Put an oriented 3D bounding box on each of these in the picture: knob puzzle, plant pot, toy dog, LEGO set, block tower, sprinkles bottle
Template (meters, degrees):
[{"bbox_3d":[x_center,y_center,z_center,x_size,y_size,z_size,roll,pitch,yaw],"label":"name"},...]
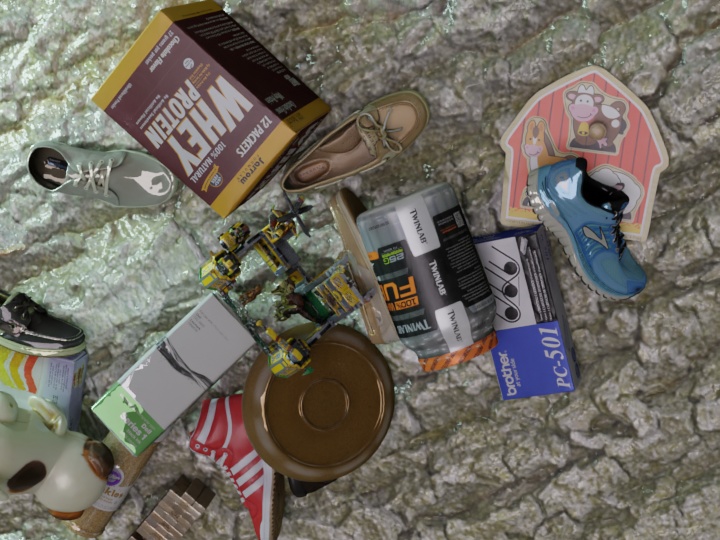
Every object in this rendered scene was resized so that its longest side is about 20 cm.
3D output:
[{"bbox_3d":[0.261,-0.139,1.577,0.219,0.030,0.220,3,104,11],"label":"knob puzzle"},{"bbox_3d":[-0.047,0.163,1.662,0.199,0.027,0.201,-1,93,-19],"label":"plant pot"},{"bbox_3d":[-0.405,0.228,1.676,0.200,0.194,0.140,27,95,-32],"label":"toy dog"},{"bbox_3d":[-0.079,0.014,1.572,0.116,0.154,0.200,-34,88,49],"label":"LEGO set"},{"bbox_3d":[-0.276,0.358,1.794,0.054,0.058,0.200,40,106,-1],"label":"block tower"},{"bbox_3d":[-0.320,0.257,1.770,0.068,0.068,0.200,34,108,1],"label":"sprinkles bottle"}]

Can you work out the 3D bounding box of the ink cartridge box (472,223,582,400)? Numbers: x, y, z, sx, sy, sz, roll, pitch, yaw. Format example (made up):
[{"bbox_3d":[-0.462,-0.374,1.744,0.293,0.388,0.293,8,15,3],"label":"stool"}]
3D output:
[{"bbox_3d":[0.196,0.051,1.624,0.094,0.044,0.201,-10,102,23],"label":"ink cartridge box"}]

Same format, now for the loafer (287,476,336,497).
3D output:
[{"bbox_3d":[-0.069,0.185,1.708,0.071,0.073,0.201,-10,105,1],"label":"loafer"}]

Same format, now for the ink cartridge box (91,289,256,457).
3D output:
[{"bbox_3d":[-0.223,0.123,1.644,0.200,0.146,0.084,-43,92,-6],"label":"ink cartridge box"}]

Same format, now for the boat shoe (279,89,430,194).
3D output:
[{"bbox_3d":[-0.006,-0.145,1.610,0.200,0.063,0.073,-33,96,17],"label":"boat shoe"}]

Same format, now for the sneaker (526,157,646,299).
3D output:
[{"bbox_3d":[0.275,-0.048,1.546,0.090,0.078,0.200,-28,118,29],"label":"sneaker"}]

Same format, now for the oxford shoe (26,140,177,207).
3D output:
[{"bbox_3d":[-0.328,-0.118,1.683,0.199,0.058,0.075,12,103,6],"label":"oxford shoe"}]

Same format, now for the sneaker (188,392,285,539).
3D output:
[{"bbox_3d":[-0.160,0.255,1.736,0.112,0.071,0.201,-3,96,8],"label":"sneaker"}]

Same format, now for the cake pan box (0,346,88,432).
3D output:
[{"bbox_3d":[-0.465,0.183,1.789,0.184,0.052,0.201,15,107,9],"label":"cake pan box"}]

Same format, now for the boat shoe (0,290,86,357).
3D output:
[{"bbox_3d":[-0.449,0.060,1.742,0.199,0.073,0.065,14,111,8],"label":"boat shoe"}]

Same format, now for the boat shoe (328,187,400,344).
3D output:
[{"bbox_3d":[0.000,0.000,1.640,0.069,0.074,0.200,-23,94,20],"label":"boat shoe"}]

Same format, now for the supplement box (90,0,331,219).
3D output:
[{"bbox_3d":[-0.165,-0.192,1.559,0.200,0.197,0.133,42,108,-2],"label":"supplement box"}]

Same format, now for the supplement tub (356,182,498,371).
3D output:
[{"bbox_3d":[0.083,0.008,1.571,0.122,0.123,0.200,-20,93,15],"label":"supplement tub"}]
